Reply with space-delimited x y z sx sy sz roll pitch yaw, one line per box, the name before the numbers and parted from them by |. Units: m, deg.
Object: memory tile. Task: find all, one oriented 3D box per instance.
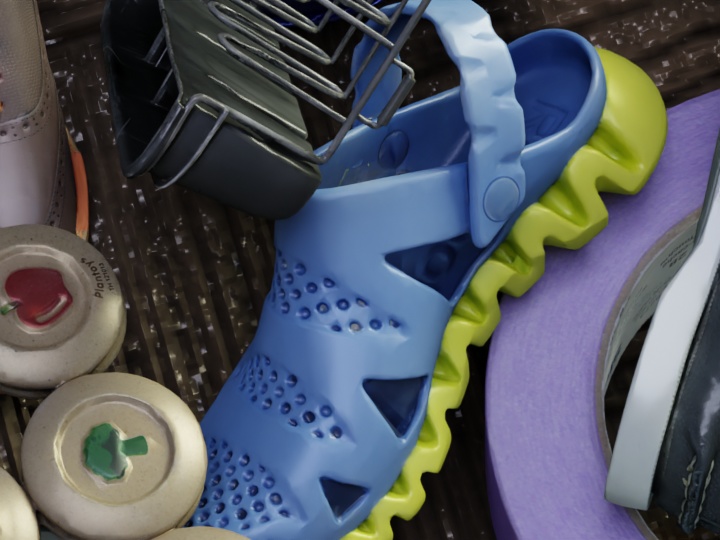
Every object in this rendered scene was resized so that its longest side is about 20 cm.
memory tile | -0.095 0.089 0.749 0.153 0.017 0.200 -24 68 -20

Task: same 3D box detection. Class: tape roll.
tape roll | 0.136 0.046 0.864 0.199 0.066 0.201 -1 70 2

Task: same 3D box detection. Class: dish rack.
dish rack | 0.005 -0.116 0.788 0.054 0.154 0.200 29 106 -19

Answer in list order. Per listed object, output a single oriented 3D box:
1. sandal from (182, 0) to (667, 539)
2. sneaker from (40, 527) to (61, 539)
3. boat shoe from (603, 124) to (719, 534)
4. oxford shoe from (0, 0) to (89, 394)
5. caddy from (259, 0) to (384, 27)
sandal | 0.000 0.000 0.820 0.079 0.087 0.200 18 69 46
sneaker | -0.081 0.159 0.768 0.074 0.088 0.201 -4 71 2
boat shoe | 0.123 -0.023 0.809 0.060 0.076 0.201 17 94 6
oxford shoe | -0.128 -0.061 0.908 0.071 0.073 0.201 -12 71 -2
caddy | -0.007 -0.173 0.926 0.141 0.105 0.200 39 86 -3
